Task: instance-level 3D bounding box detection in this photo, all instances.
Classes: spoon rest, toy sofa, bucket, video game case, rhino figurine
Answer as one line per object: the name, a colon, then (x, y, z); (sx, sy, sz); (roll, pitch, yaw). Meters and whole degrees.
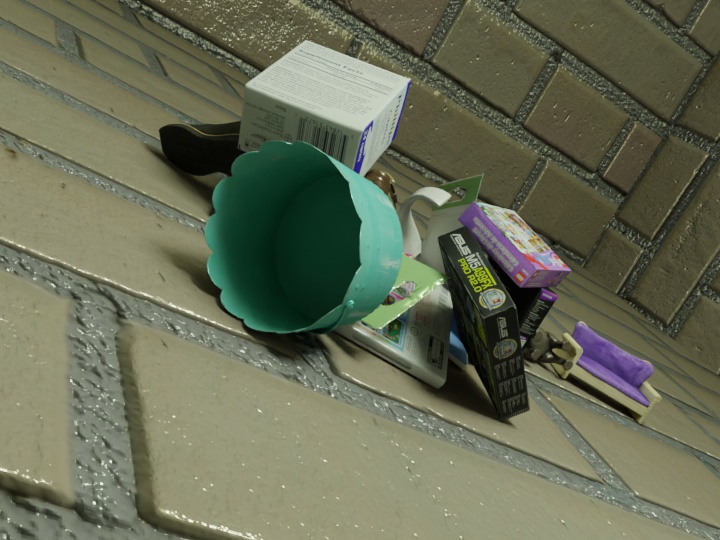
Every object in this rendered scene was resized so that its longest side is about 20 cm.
spoon rest: (0.079, -0.059, 1.390); (0.060, 0.202, 0.099); (39, 43, 13)
toy sofa: (0.461, 0.187, 1.600); (0.198, 0.099, 0.083); (30, 12, -11)
bucket: (-0.057, -0.029, 0.946); (0.206, 0.209, 0.134); (37, 12, 25)
video game case: (0.041, 0.044, 1.144); (0.180, 0.024, 0.201); (30, 35, -11)
rhino figurine: (0.286, 0.120, 1.516); (0.197, 0.061, 0.087); (22, 2, -32)

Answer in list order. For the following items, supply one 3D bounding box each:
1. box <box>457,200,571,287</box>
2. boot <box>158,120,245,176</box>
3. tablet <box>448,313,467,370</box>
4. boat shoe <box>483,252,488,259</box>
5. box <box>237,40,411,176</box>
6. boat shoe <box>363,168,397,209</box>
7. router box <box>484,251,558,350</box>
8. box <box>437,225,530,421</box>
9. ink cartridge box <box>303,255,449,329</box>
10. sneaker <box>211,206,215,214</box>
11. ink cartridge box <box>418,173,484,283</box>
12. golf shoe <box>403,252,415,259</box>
box: (0.235, -0.036, 1.296); (0.137, 0.039, 0.199); (49, 20, 20)
boot: (-0.201, -0.205, 1.336); (0.197, 0.079, 0.138); (18, 38, 30)
tablet: (0.085, 0.047, 1.250); (0.199, 0.014, 0.131); (39, 32, -20)
boat shoe: (0.179, 0.057, 1.267); (0.074, 0.059, 0.203); (-81, 156, -55)
box: (-0.050, -0.225, 1.237); (0.181, 0.106, 0.201); (23, 38, 12)
boat shoe: (0.030, -0.110, 1.303); (0.074, 0.076, 0.202); (26, -1, 3)
router box: (0.206, 0.047, 1.395); (0.051, 0.151, 0.200); (19, 18, -41)
box: (0.160, 0.069, 1.113); (0.161, 0.043, 0.202); (-114, -175, -48)
ink cartridge box: (-0.007, -0.014, 1.079); (0.198, 0.049, 0.145); (24, 42, 36)
sneaker: (-0.137, -0.111, 1.266); (0.083, 0.073, 0.199); (58, 40, -4)
ink cartridge box: (0.150, -0.047, 1.405); (0.047, 0.204, 0.145); (24, -12, -22)
golf shoe: (0.000, 0.000, 1.301); (0.090, 0.077, 0.198); (6, -3, 42)
